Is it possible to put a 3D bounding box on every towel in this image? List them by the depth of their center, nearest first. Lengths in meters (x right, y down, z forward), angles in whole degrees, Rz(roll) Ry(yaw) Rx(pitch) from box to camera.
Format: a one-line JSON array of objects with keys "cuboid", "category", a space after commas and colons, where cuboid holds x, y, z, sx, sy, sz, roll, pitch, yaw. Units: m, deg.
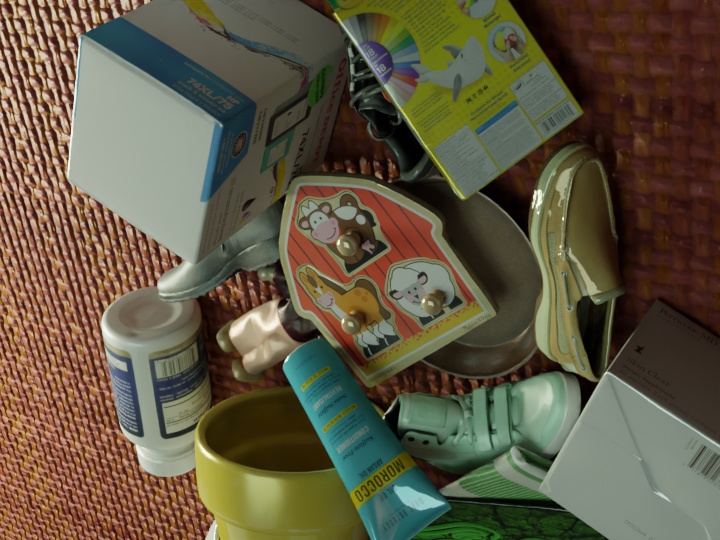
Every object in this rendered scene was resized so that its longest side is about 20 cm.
[{"cuboid": [0.137, 0.225, 1.048, 0.151, 0.024, 0.200, 24, 143, -24], "category": "towel"}]

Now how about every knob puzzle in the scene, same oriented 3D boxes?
[{"cuboid": [0.000, 0.000, 0.990, 0.216, 0.030, 0.223, 15, 125, 22], "category": "knob puzzle"}]

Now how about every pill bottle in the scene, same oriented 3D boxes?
[{"cuboid": [-0.225, 0.130, 1.259, 0.110, 0.111, 0.203, 17, 127, 28], "category": "pill bottle"}]

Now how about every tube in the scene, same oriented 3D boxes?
[{"cuboid": [-0.002, 0.155, 1.004, 0.077, 0.050, 0.201, -39, 65, 10], "category": "tube"}]

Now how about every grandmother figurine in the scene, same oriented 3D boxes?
[{"cuboid": [-0.066, 0.047, 1.123, 0.199, 0.060, 0.122, -26, 99, 42], "category": "grandmother figurine"}]

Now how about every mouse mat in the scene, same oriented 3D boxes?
[{"cuboid": [0.139, 0.259, 1.057, 0.196, 0.008, 0.162, 2, 142, 18], "category": "mouse mat"}]

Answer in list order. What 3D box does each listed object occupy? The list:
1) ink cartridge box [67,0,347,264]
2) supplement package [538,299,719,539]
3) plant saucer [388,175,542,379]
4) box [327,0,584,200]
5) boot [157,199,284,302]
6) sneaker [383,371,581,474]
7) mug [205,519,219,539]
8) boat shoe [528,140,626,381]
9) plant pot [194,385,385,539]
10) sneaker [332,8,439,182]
[{"cuboid": [-0.124, -0.140, 0.944, 0.145, 0.200, 0.148, 32, 133, 14], "category": "ink cartridge box"}, {"cuboid": [0.272, 0.155, 0.888, 0.198, 0.111, 0.157, 33, 133, 15], "category": "supplement package"}, {"cuboid": [0.083, 0.002, 0.991, 0.198, 0.034, 0.203, 20, 129, 26], "category": "plant saucer"}, {"cuboid": [0.066, -0.169, 0.843, 0.117, 0.048, 0.201, -34, 99, 10], "category": "box"}, {"cuboid": [-0.154, -0.054, 1.124, 0.198, 0.070, 0.133, -24, 101, 32], "category": "boot"}, {"cuboid": [0.100, 0.136, 1.000, 0.117, 0.075, 0.200, 17, 147, -31], "category": "sneaker"}, {"cuboid": [-0.091, 0.350, 1.289, 0.197, 0.150, 0.176, 17, 146, -10], "category": "mug"}, {"cuboid": [0.181, -0.002, 0.874, 0.076, 0.071, 0.203, 44, 151, 50], "category": "boat shoe"}, {"cuboid": [-0.064, 0.243, 1.120, 0.198, 0.200, 0.192, 12, 112, 32], "category": "plant pot"}, {"cuboid": [0.022, -0.163, 0.898, 0.076, 0.082, 0.202, -20, 105, 43], "category": "sneaker"}]
